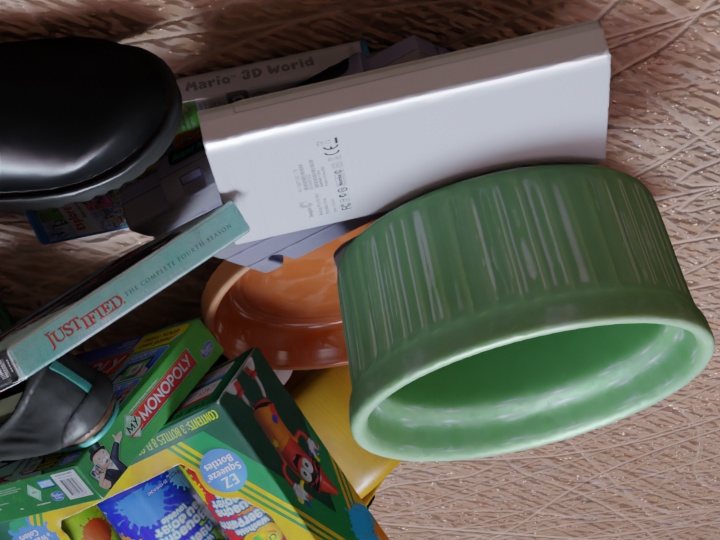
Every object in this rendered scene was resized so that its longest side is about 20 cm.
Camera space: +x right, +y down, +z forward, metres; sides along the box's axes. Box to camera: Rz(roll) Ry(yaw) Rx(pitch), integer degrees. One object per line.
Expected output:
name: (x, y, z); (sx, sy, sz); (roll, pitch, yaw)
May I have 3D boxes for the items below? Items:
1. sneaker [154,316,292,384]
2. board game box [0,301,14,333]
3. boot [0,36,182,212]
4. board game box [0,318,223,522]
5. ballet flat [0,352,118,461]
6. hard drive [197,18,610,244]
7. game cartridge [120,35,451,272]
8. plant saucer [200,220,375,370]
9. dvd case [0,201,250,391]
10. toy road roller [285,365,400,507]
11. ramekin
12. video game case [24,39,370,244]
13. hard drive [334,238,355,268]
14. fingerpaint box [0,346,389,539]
sneaker: (-0.145, 0.078, 1.627); (0.200, 0.073, 0.085); (-32, 150, 18)
board game box: (-0.278, 0.038, 1.485); (0.134, 0.029, 0.200); (-13, 158, 1)
boot: (-0.194, -0.086, 1.172); (0.211, 0.080, 0.158); (-11, 158, -1)
board game box: (-0.186, 0.099, 1.534); (0.200, 0.135, 0.029); (-17, 117, 46)
ballet flat: (-0.224, 0.084, 1.476); (0.200, 0.068, 0.068); (-23, 123, 38)
hard drive: (0.025, -0.067, 1.273); (0.200, 0.026, 0.132); (-13, 159, -1)
game cartridge: (-0.015, -0.060, 1.345); (0.200, 0.038, 0.130); (-26, 151, 29)
plant saucer: (0.000, 0.000, 1.527); (0.200, 0.032, 0.200); (-14, 153, -7)
dvd case: (-0.153, 0.025, 1.315); (0.146, 0.022, 0.200); (-35, -175, -26)
toy road roller: (-0.042, 0.130, 1.665); (0.146, 0.123, 0.200); (-44, -176, 31)
ramekin: (0.082, 0.022, 1.359); (0.200, 0.098, 0.200); (-12, 159, -5)
video game case: (-0.088, -0.066, 1.358); (0.200, 0.018, 0.143); (-12, 159, -1)
hard drive: (0.089, -0.002, 1.494); (0.132, 0.026, 0.200); (-28, 152, 20)
fingerpaint box: (-0.105, 0.165, 1.542); (0.200, 0.167, 0.073); (-26, -164, 29)
